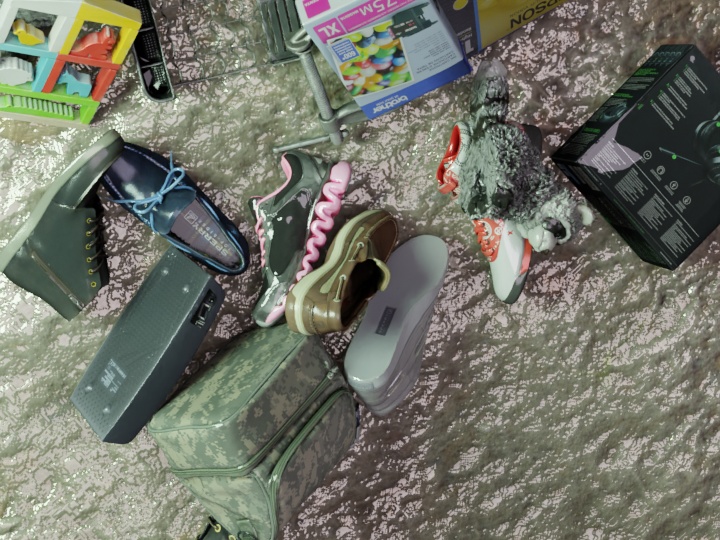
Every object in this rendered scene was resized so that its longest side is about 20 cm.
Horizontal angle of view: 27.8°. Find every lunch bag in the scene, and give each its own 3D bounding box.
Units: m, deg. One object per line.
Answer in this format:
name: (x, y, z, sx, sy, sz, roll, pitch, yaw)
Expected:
lunch bag: (-0.097, 0.171, 1.528, 0.200, 0.139, 0.168, -48, 120, -43)

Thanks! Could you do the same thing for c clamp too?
c clamp: (-0.023, -0.197, 1.493, 0.170, 0.027, 0.200, -12, 144, 0)

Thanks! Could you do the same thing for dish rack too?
dish rack: (-0.147, -0.271, 1.519, 0.199, 0.055, 0.154, -15, 102, -10)

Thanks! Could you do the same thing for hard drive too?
hard drive: (-0.221, 0.079, 1.520, 0.042, 0.135, 0.200, 34, 89, -32)

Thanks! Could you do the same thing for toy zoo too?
toy zoo: (-0.299, -0.215, 1.426, 0.131, 0.200, 0.021, 7, 54, -30)

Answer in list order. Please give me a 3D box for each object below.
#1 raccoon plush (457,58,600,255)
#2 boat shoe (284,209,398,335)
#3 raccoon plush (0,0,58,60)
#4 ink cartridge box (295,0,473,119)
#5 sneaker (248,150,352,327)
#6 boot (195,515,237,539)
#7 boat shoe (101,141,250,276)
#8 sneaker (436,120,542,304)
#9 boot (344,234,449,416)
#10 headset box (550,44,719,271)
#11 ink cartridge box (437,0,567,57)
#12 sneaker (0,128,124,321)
raccoon plush: (0.188, -0.118, 1.540, 0.134, 0.097, 0.201, 8, 90, -22)
boat shoe: (0.001, 0.005, 1.532, 0.202, 0.075, 0.075, -52, 136, -43)
raccoon plush: (-0.329, -0.301, 1.469, 0.200, 0.134, 0.097, -34, 115, 31)
ink cartridge box: (0.032, -0.220, 1.432, 0.119, 0.042, 0.200, -23, 147, 12)
sneaker: (-0.084, -0.038, 1.556, 0.095, 0.079, 0.200, 24, 78, -4)
boot: (-0.183, 0.308, 1.594, 0.150, 0.073, 0.201, -9, 106, -11)
boat shoe: (-0.191, -0.070, 1.532, 0.200, 0.069, 0.084, 33, 91, -15)
sneaker: (0.134, -0.067, 1.606, 0.108, 0.067, 0.202, 5, 94, -12)
boot: (0.045, 0.062, 1.610, 0.073, 0.096, 0.200, 20, 65, 24)
headset box: (0.349, -0.133, 1.627, 0.200, 0.093, 0.174, -46, 104, -3)
ink cartridge box: (0.135, -0.279, 1.514, 0.197, 0.200, 0.047, -31, 61, -7)
sneaker: (-0.279, -0.047, 1.496, 0.106, 0.075, 0.200, 39, 111, -6)
